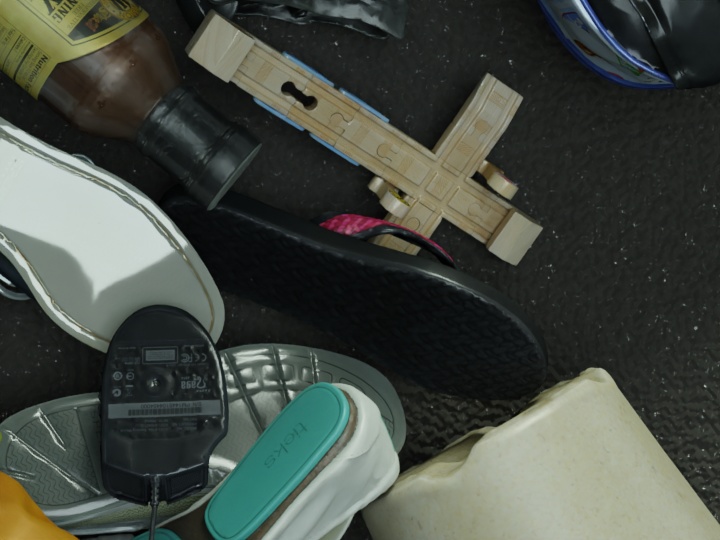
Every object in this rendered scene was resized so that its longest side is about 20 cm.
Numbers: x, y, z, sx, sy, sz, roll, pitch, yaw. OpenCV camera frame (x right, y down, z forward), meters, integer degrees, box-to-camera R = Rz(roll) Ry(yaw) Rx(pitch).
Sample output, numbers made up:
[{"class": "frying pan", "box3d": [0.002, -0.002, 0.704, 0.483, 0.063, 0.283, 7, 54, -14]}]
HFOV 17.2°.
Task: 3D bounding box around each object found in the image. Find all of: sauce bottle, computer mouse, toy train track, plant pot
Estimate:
[{"class": "sauce bottle", "box3d": [-0.132, -0.106, 1.078, 0.200, 0.065, 0.065, 39, 85, -2]}, {"class": "computer mouse", "box3d": [-0.087, 0.109, 1.037, 0.058, 0.034, 0.202, 1, 66, 0]}, {"class": "toy train track", "box3d": [0.007, -0.057, 1.115, 0.199, 0.033, 0.115, 31, 100, -24]}, {"class": "plant pot", "box3d": [0.099, 0.155, 1.101, 0.199, 0.200, 0.184, -29, 88, -8]}]

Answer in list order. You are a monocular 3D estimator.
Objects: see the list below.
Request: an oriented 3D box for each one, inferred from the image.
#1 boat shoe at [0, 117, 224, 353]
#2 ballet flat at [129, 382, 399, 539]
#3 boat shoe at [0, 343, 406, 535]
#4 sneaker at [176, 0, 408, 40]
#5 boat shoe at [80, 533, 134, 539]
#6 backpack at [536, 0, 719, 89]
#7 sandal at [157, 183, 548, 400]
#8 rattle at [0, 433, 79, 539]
[{"class": "boat shoe", "box3d": [-0.150, -0.023, 1.094, 0.199, 0.062, 0.075, 30, 89, -10]}, {"class": "ballet flat", "box3d": [-0.060, 0.133, 1.066, 0.200, 0.069, 0.070, -41, 100, 5]}, {"class": "boat shoe", "box3d": [-0.078, 0.085, 1.120, 0.200, 0.065, 0.075, -12, 72, -16]}, {"class": "sneaker", "box3d": [-0.078, -0.157, 1.101, 0.198, 0.060, 0.105, -2, 90, -17]}, {"class": "boat shoe", "box3d": [-0.099, 0.220, 1.118, 0.069, 0.071, 0.202, -18, 90, -7]}, {"class": "backpack", "box3d": [0.143, -0.180, 1.100, 0.199, 0.154, 0.192, -25, 90, -3]}, {"class": "sandal", "box3d": [0.000, 0.000, 1.119, 0.199, 0.075, 0.045, 23, 46, 2]}, {"class": "rattle", "box3d": [-0.160, 0.029, 1.004, 0.130, 0.142, 0.201, 11, 104, -56]}]
